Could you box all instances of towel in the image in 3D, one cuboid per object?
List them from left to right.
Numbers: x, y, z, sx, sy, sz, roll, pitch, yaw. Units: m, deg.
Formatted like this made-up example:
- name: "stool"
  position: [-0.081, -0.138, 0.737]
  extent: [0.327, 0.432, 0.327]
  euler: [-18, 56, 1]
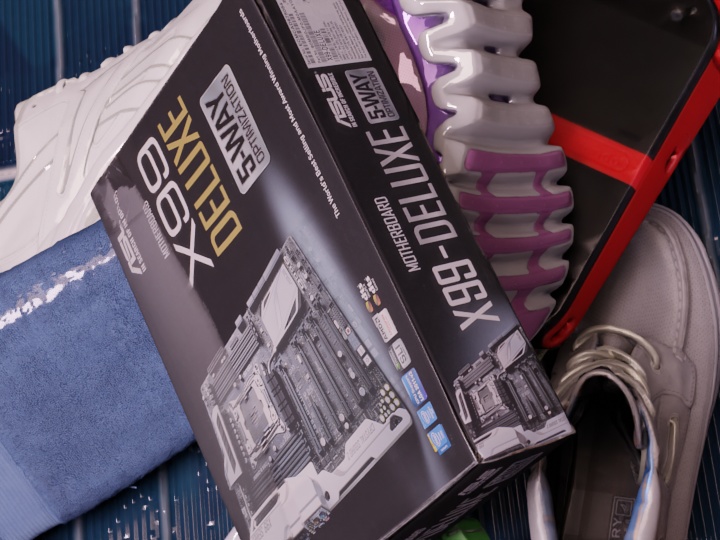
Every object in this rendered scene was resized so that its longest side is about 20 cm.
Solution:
- name: "towel"
  position: [-0.160, 0.065, 0.842]
  extent: [0.200, 0.112, 0.049]
  euler: [-30, 22, 2]

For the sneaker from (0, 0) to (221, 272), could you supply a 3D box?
- name: "sneaker"
  position: [-0.112, -0.073, 0.902]
  extent: [0.099, 0.078, 0.200]
  euler: [29, 76, 25]

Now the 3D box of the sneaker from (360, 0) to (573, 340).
- name: "sneaker"
  position: [0.025, -0.059, 0.770]
  extent: [0.088, 0.080, 0.201]
  euler: [-14, 76, 38]

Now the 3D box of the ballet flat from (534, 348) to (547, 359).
- name: "ballet flat"
  position: [0.065, -0.009, 0.837]
  extent: [0.070, 0.071, 0.201]
  euler: [12, 65, 17]

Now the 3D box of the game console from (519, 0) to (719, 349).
- name: "game console"
  position: [0.041, -0.077, 0.828]
  extent: [0.200, 0.031, 0.177]
  euler: [26, 76, 23]

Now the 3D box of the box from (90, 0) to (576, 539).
- name: "box"
  position: [-0.020, 0.011, 0.735]
  extent: [0.050, 0.158, 0.200]
  euler: [-12, 69, -37]

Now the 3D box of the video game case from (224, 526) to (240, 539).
- name: "video game case"
  position: [-0.037, 0.230, 0.769]
  extent: [0.182, 0.023, 0.200]
  euler: [37, 92, 23]

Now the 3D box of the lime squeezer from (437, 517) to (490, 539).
- name: "lime squeezer"
  position: [0.033, 0.132, 0.780]
  extent: [0.200, 0.038, 0.071]
  euler: [18, 79, 31]

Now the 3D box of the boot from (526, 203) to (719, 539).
- name: "boot"
  position: [0.109, 0.052, 0.789]
  extent: [0.073, 0.096, 0.201]
  euler: [1, 68, 13]
